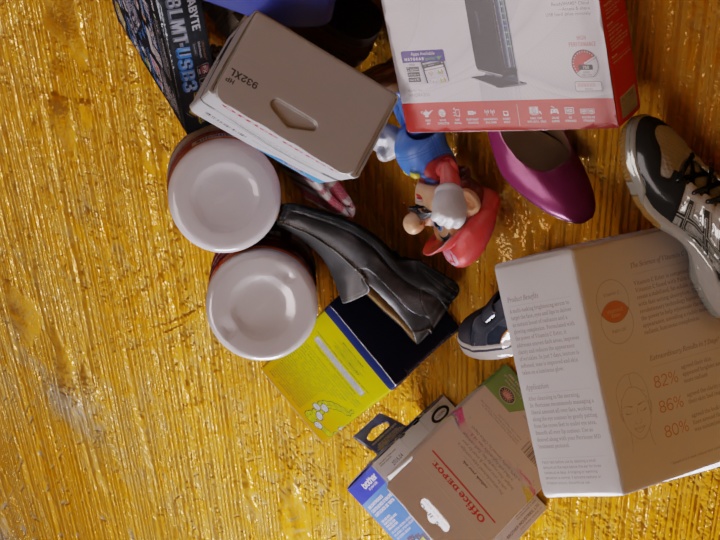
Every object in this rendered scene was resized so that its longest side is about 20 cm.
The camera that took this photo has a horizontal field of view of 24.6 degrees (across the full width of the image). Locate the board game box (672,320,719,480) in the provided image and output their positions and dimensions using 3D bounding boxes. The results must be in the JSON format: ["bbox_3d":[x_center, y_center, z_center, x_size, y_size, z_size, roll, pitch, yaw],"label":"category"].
[{"bbox_3d":[0.302,0.111,1.479,0.136,0.035,0.200,54,147,-4],"label":"board game box"}]

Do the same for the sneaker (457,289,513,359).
[{"bbox_3d":[0.161,0.027,1.530,0.199,0.079,0.080,-12,118,42],"label":"sneaker"}]

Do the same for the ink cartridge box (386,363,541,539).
[{"bbox_3d":[0.110,0.203,1.645,0.117,0.200,0.067,49,147,3],"label":"ink cartridge box"}]

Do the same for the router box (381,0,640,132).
[{"bbox_3d":[0.114,-0.205,1.327,0.198,0.049,0.181,2,115,34],"label":"router box"}]

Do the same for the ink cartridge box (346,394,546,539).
[{"bbox_3d":[0.082,0.231,1.763,0.200,0.136,0.076,48,141,4],"label":"ink cartridge box"}]

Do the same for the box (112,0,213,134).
[{"bbox_3d":[-0.205,-0.269,1.619,0.199,0.049,0.201,57,164,37],"label":"box"}]

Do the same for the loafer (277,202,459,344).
[{"bbox_3d":[0.000,0.000,1.626,0.199,0.073,0.073,29,175,-9],"label":"loafer"}]

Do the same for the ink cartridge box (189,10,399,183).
[{"bbox_3d":[-0.062,-0.147,1.449,0.144,0.084,0.200,30,176,-10],"label":"ink cartridge box"}]

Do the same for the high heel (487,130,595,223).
[{"bbox_3d":[0.142,-0.132,1.402,0.200,0.067,0.096,50,157,7],"label":"high heel"}]

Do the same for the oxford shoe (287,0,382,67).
[{"bbox_3d":[-0.070,-0.258,1.539,0.200,0.071,0.071,42,151,11],"label":"oxford shoe"}]

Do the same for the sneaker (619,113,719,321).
[{"bbox_3d":[0.287,-0.051,1.320,0.087,0.076,0.200,-18,117,48],"label":"sneaker"}]

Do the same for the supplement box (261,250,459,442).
[{"bbox_3d":[-0.003,0.084,1.749,0.110,0.109,0.200,50,147,2],"label":"supplement box"}]

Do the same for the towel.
[{"bbox_3d":[-0.080,-0.139,1.637,0.200,0.030,0.146,52,174,-19],"label":"towel"}]

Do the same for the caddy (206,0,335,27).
[{"bbox_3d":[-0.076,-0.295,1.426,0.198,0.141,0.106,21,129,21],"label":"caddy"}]

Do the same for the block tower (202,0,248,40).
[{"bbox_3d":[-0.104,-0.248,1.600,0.201,0.054,0.058,52,148,0],"label":"block tower"}]

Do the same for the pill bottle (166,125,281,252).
[{"bbox_3d":[-0.142,-0.090,1.681,0.113,0.112,0.200,59,180,-13],"label":"pill bottle"}]

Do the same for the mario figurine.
[{"bbox_3d":[0.050,-0.091,1.511,0.105,0.123,0.201,-21,101,28],"label":"mario figurine"}]

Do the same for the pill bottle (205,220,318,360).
[{"bbox_3d":[-0.101,0.011,1.715,0.115,0.113,0.200,60,-175,-14],"label":"pill bottle"}]

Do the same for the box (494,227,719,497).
[{"bbox_3d":[0.218,0.073,1.379,0.106,0.151,0.202,-13,89,57],"label":"box"}]
